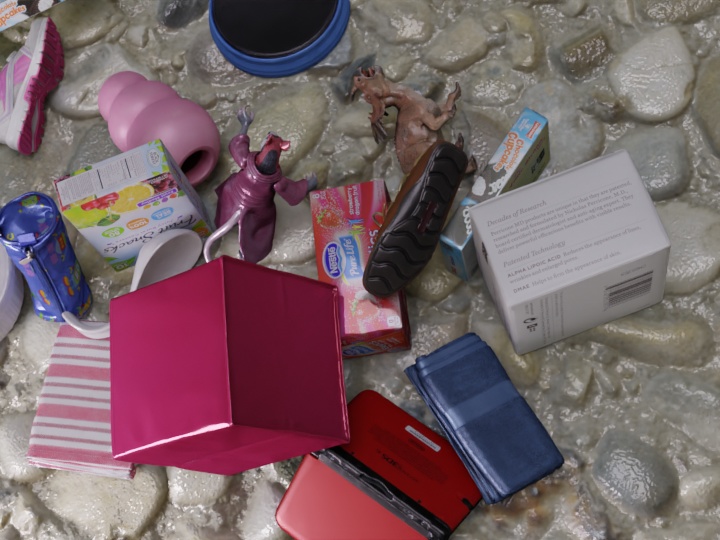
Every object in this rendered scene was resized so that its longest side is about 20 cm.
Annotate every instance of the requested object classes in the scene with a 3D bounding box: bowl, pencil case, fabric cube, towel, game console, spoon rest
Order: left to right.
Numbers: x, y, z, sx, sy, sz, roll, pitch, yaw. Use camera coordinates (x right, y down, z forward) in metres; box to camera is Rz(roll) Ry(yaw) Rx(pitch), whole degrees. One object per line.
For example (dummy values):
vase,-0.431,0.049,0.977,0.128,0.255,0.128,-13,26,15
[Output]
pencil case,-0.394,-0.010,1.684,0.078,0.200,0.087,-6,55,1
towel,-0.334,0.160,1.710,0.146,0.030,0.201,6,69,11
spoon rest,-0.281,0.020,1.713,0.200,0.099,0.061,-38,66,-2
fabric cube,-0.153,0.116,1.561,0.199,0.200,0.197,-21,65,37
bowl,-0.115,-0.364,1.853,0.199,0.039,0.202,-3,70,8
game console,0.028,0.272,1.612,0.200,0.119,0.172,34,48,18
towel,0.148,0.174,1.601,0.111,0.049,0.200,-22,65,-26

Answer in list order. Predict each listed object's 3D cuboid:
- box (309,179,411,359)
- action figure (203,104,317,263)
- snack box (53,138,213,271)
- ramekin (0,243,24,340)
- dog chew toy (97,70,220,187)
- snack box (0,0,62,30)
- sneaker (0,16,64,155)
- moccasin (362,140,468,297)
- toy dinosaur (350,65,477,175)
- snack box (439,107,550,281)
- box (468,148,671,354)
box,0.000,0.000,1.672,0.099,0.096,0.201,-9,69,7
action figure,-0.140,-0.104,1.677,0.134,0.200,0.149,35,54,5
snack box,-0.280,-0.078,1.691,0.142,0.200,0.053,-20,67,2
ramekin,-0.534,0.026,1.753,0.201,0.094,0.203,-3,70,8
dog chew toy,-0.276,-0.192,1.779,0.125,0.125,0.200,-44,62,-7
snack box,-0.463,-0.391,1.885,0.199,0.037,0.116,-26,31,0
sneaker,-0.472,-0.262,1.853,0.088,0.081,0.201,10,72,11
moccasin,0.058,-0.062,1.603,0.073,0.078,0.202,22,85,-14
toy dinosaur,0.069,-0.169,1.734,0.135,0.086,0.201,-14,85,15
snack box,0.169,-0.092,1.666,0.037,0.116,0.200,31,78,18
box,0.246,-0.017,1.581,0.199,0.199,0.131,-21,68,2
